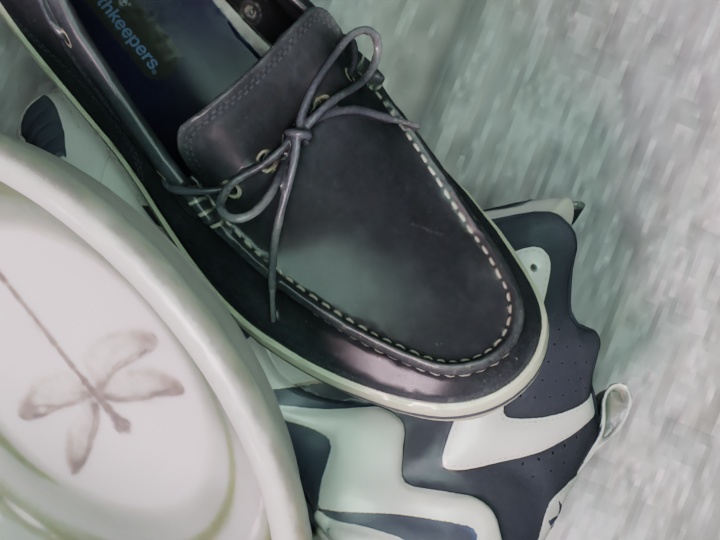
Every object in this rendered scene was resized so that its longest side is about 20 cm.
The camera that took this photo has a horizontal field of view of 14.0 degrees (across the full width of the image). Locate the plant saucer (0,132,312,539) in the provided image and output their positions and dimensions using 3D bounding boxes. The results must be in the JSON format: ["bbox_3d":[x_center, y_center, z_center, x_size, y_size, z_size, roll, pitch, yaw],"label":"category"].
[{"bbox_3d":[-0.084,0.032,0.823,0.200,0.200,0.050,51,51,-6],"label":"plant saucer"}]

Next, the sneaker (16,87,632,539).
[{"bbox_3d":[0.000,0.000,0.873,0.129,0.080,0.199,-41,84,-17],"label":"sneaker"}]

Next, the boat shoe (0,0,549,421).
[{"bbox_3d":[-0.026,-0.038,0.805,0.075,0.062,0.200,-42,87,-18],"label":"boat shoe"}]
